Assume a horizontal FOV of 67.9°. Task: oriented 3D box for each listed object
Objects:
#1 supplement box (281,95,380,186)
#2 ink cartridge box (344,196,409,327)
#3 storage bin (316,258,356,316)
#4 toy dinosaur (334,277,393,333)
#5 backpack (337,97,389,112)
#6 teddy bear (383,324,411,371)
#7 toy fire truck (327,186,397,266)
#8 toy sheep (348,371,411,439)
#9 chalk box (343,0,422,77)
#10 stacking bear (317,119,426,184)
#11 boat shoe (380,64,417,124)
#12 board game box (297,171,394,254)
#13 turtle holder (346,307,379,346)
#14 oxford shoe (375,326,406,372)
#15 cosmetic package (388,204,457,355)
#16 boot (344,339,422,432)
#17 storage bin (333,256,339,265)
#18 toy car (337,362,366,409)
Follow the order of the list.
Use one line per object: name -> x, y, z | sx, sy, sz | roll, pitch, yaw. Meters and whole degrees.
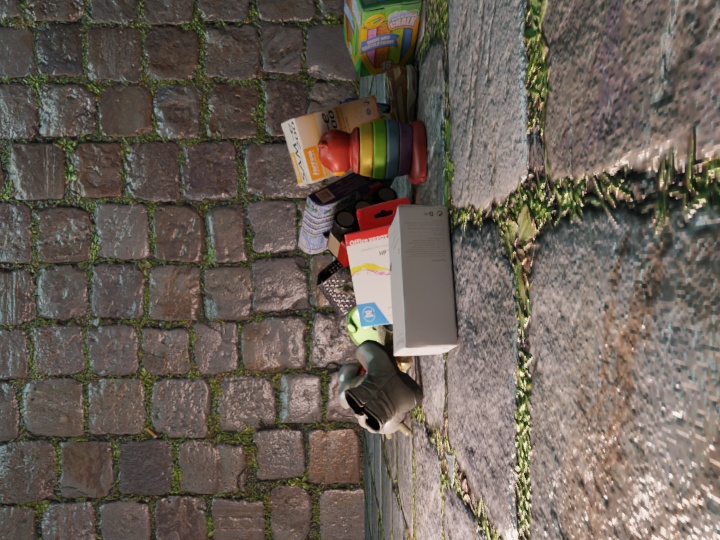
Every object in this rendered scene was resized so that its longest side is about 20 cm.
supplement box -> -0.047, -0.263, 1.081 | 0.073, 0.196, 0.130 | 7, 118, 59
ink cartridge box -> 0.043, -0.014, 0.925 | 0.067, 0.113, 0.207 | -14, -87, -61
storage bin -> 0.000, 0.000, 1.264 | 0.095, 0.198, 0.135 | 51, -174, -13
toy dinosaur -> 0.026, 0.056, 1.108 | 0.078, 0.198, 0.102 | -57, -30, 0
backpack -> 0.014, -0.366, 1.383 | 0.201, 0.177, 0.138 | -69, -11, -66
teddy bear -> 0.088, 0.135, 1.127 | 0.145, 0.065, 0.207 | -157, 72, -77
toy fire truck -> 0.055, -0.054, 1.040 | 0.200, 0.174, 0.130 | 46, 148, 20
toy sheep -> 0.046, 0.311, 1.231 | 0.198, 0.136, 0.141 | 29, 133, 35
chalk box -> 0.039, -0.500, 1.025 | 0.202, 0.120, 0.128 | 94, 160, -62
stacking bear -> 0.017, -0.220, 0.993 | 0.122, 0.193, 0.118 | -113, 22, -82
boat shoe -> 0.074, -0.307, 1.082 | 0.076, 0.069, 0.206 | -98, 8, -68
board game box -> -0.036, -0.107, 1.141 | 0.062, 0.198, 0.202 | 44, 146, 20
turtle holder -> 0.048, 0.129, 1.319 | 0.143, 0.183, 0.132 | -56, 13, 13
oxford shoe -> 0.073, 0.149, 1.230 | 0.058, 0.073, 0.207 | -108, 14, -88
cosmetic package -> 0.088, 0.019, 0.794 | 0.113, 0.078, 0.207 | 106, 164, -74
boot -> 0.018, 0.216, 1.043 | 0.199, 0.128, 0.069 | 39, 133, 42
storage bin -> 0.009, -0.091, 1.449 | 0.199, 0.091, 0.205 | 21, -114, -63
toy car -> 0.033, 0.333, 1.535 | 0.151, 0.173, 0.201 | -51, 15, 15
